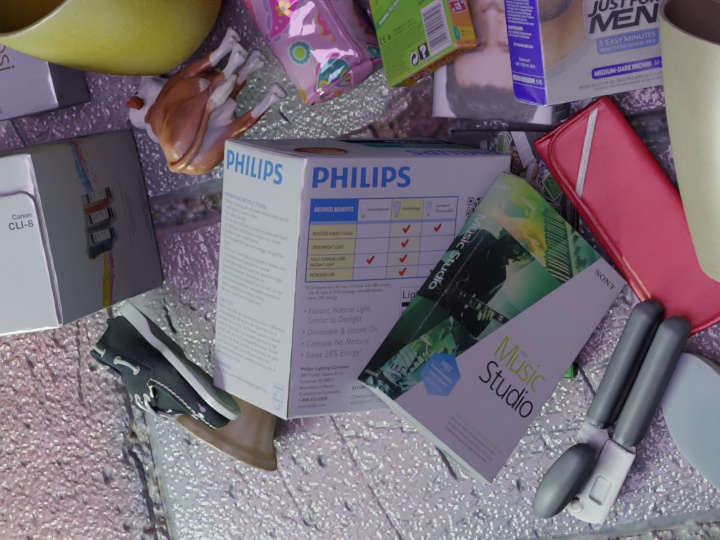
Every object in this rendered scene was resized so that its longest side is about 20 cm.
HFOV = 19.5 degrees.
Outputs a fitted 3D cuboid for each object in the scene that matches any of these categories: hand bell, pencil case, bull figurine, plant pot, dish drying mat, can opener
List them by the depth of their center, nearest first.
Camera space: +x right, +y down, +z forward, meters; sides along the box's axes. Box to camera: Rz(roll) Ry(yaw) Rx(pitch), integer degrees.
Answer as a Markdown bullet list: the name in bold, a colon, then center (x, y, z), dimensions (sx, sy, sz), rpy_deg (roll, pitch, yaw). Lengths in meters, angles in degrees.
- **plant pot**: center (0.308, -0.093, 1.552), dimensions (0.187, 0.187, 0.200), rpy_deg (9, 116, 17)
- **dish drying mat**: center (0.221, -0.038, 1.645), dimensions (0.077, 0.018, 0.200), rpy_deg (-34, 95, 20)
- **can opener**: center (0.202, 0.119, 1.661), dimensions (0.053, 0.066, 0.200), rpy_deg (33, 113, 24)
- **pencil case**: center (-0.055, -0.234, 1.687), dimensions (0.087, 0.087, 0.200), rpy_deg (-28, 90, 21)
- **plant pot**: center (-0.195, -0.236, 1.688), dimensions (0.200, 0.200, 0.142), rpy_deg (-39, 129, 20)
- **bull figurine**: center (-0.130, -0.136, 1.697), dimensions (0.121, 0.200, 0.065), rpy_deg (-45, 115, 7)
- **hand bell**: center (-0.068, 0.057, 1.749), dimensions (0.104, 0.104, 0.200), rpy_deg (31, 96, 12)

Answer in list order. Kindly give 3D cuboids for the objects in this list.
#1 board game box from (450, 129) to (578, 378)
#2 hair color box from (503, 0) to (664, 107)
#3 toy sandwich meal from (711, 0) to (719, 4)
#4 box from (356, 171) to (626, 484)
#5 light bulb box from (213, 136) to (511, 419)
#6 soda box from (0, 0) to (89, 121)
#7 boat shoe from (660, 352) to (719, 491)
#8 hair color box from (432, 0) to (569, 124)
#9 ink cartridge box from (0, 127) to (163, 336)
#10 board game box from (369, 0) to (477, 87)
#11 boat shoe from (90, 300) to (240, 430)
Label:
- **board game box**: center (0.125, -0.014, 1.694), dimensions (0.105, 0.023, 0.200), rpy_deg (2, 99, 16)
- **hair color box**: center (0.165, -0.231, 1.572), dimensions (0.109, 0.065, 0.200), rpy_deg (-12, 103, -18)
- **toy sandwich meal**: center (0.307, -0.285, 1.527), dimensions (0.205, 0.070, 0.205), rpy_deg (-9, 62, 18)
- **box**: center (0.105, 0.045, 1.614), dimensions (0.200, 0.144, 0.036), rpy_deg (-56, 34, -11)
- **light bulb box**: center (0.000, 0.000, 1.632), dimensions (0.125, 0.198, 0.200), rpy_deg (18, 107, 54)
- **soda box**: center (-0.294, -0.232, 1.781), dimensions (0.068, 0.064, 0.200), rpy_deg (-11, 96, 20)
- **boat shoe**: center (0.313, 0.142, 1.630), dimensions (0.199, 0.068, 0.074), rpy_deg (48, 124, 32)
- **hair color box**: center (0.115, -0.219, 1.645), dimensions (0.099, 0.061, 0.200), rpy_deg (5, 101, 18)
- **ink cartridge box**: center (-0.279, -0.029, 1.735), dimensions (0.145, 0.200, 0.145), rpy_deg (-8, 96, 20)
- **board game box**: center (0.034, -0.254, 1.642), dimensions (0.096, 0.030, 0.200), rpy_deg (-26, 76, 53)
- **boat shoe**: center (-0.162, 0.091, 1.708), dimensions (0.060, 0.200, 0.076), rpy_deg (-49, 121, -3)
